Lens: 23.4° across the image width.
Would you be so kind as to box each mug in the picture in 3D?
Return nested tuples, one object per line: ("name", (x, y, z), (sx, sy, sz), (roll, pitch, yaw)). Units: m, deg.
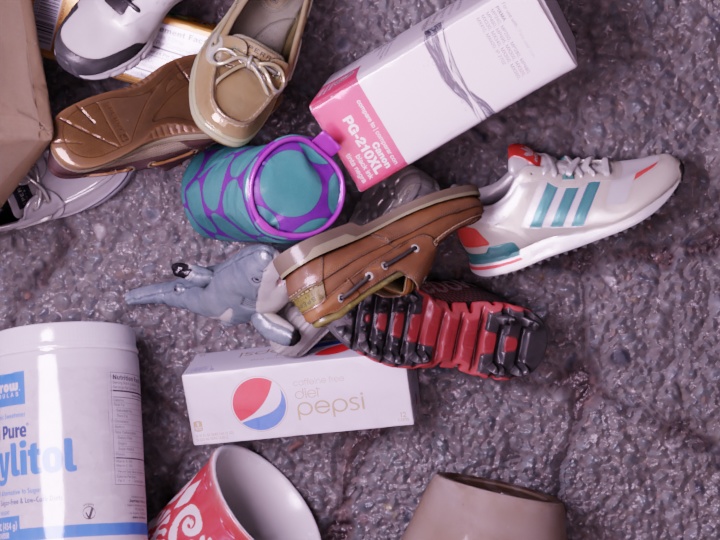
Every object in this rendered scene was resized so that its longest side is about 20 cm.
("mug", (-0.134, 0.284, 1.541), (0.200, 0.133, 0.178), (-42, 95, 18))

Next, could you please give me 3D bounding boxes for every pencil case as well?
("pencil case", (-0.082, -0.067, 1.404), (0.085, 0.200, 0.093), (44, 77, -18))

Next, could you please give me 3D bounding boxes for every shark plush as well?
("shark plush", (-0.123, 0.002, 1.475), (0.199, 0.083, 0.091), (8, 78, 44))

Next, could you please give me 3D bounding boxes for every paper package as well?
("paper package", (-0.339, -0.136, 1.388), (0.200, 0.103, 0.192), (-40, 55, 45))

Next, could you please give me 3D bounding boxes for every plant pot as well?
("plant pot", (0.101, 0.271, 1.489), (0.199, 0.200, 0.175), (12, 90, 4))

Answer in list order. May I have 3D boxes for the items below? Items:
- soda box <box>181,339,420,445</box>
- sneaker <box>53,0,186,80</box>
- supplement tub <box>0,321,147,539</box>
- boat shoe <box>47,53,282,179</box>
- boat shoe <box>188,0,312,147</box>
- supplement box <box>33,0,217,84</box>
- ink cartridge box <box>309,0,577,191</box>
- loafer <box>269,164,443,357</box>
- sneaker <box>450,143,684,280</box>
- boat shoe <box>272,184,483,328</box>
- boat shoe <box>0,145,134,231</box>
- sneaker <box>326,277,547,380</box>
("soda box", (-0.051, 0.103, 1.516), (0.198, 0.064, 0.069), (-6, 104, 9))
("sneaker", (-0.171, -0.234, 1.385), (0.074, 0.080, 0.200), (38, 67, 10))
("supplement tub", (-0.251, 0.152, 1.485), (0.131, 0.132, 0.202), (-7, 79, 9))
("boat shoe", (-0.159, -0.117, 1.394), (0.199, 0.072, 0.072), (-23, 78, -24))
("boat shoe", (-0.079, -0.186, 1.378), (0.073, 0.201, 0.063), (30, 143, -9))
("supplement box", (-0.202, -0.197, 1.456), (0.199, 0.067, 0.069), (19, 103, 1))
("ink cartridge box", (0.071, -0.160, 1.390), (0.199, 0.145, 0.085), (-29, 101, 13))
("loafer", (0.000, 0.000, 1.477), (0.070, 0.070, 0.200), (33, 106, -35))
("sneaker", (0.166, -0.068, 1.440), (0.199, 0.070, 0.094), (-22, 107, 15))
("boat shoe", (0.023, -0.009, 1.376), (0.199, 0.072, 0.068), (-23, 82, -30))
("boat shoe", (-0.289, -0.072, 1.498), (0.199, 0.066, 0.072), (-13, 102, 10))
("sneaker", (0.053, 0.042, 1.456), (0.199, 0.098, 0.071), (10, 100, -21))
